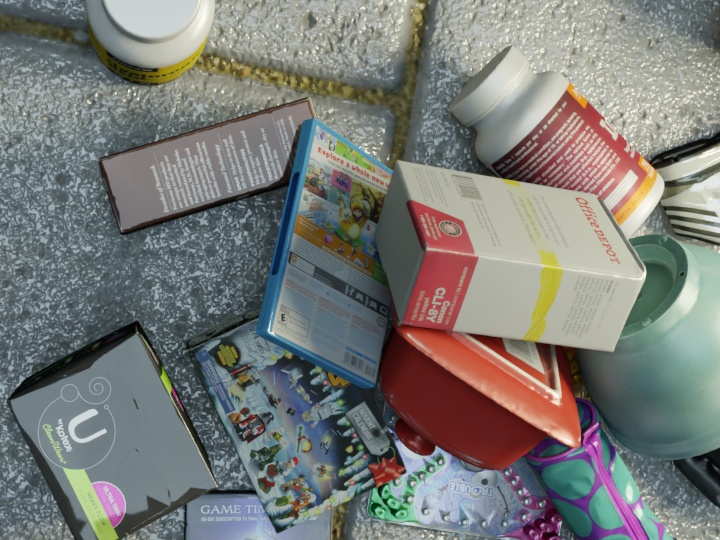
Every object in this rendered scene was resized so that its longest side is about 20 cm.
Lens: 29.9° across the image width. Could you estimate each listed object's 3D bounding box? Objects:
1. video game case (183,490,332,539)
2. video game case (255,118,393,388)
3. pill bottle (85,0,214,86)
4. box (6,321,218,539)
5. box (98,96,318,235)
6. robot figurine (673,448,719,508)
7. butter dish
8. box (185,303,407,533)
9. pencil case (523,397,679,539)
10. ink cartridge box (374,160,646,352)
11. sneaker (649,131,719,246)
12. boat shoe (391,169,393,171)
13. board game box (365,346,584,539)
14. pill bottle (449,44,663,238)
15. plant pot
[{"bbox_3d":[-0.099,0.311,1.284,0.142,0.019,0.202,1,89,-10],"label":"video game case"},{"bbox_3d":[-0.019,-0.014,1.191,0.143,0.018,0.202,30,63,-42],"label":"video game case"},{"bbox_3d":[-0.184,-0.227,1.172,0.110,0.200,0.112,0,90,-9],"label":"pill bottle"},{"bbox_3d":[-0.214,0.138,1.170,0.124,0.200,0.149,-28,95,-9],"label":"box"},{"bbox_3d":[-0.135,-0.094,1.233,0.198,0.100,0.076,-16,93,-9],"label":"box"},{"bbox_3d":[0.396,0.150,1.319,0.200,0.125,0.151,41,60,-8],"label":"robot figurine"},{"bbox_3d":[0.086,0.106,1.224,0.199,0.200,0.148,32,111,-9],"label":"butter dish"},{"bbox_3d":[-0.057,0.125,1.232,0.136,0.040,0.201,-25,108,-1],"label":"box"},{"bbox_3d":[0.232,0.219,1.283,0.085,0.092,0.201,-43,113,-21],"label":"pencil case"},{"bbox_3d":[0.125,-0.012,1.164,0.198,0.146,0.084,8,121,-15],"label":"ink cartridge box"},{"bbox_3d":[0.396,-0.087,1.350,0.199,0.076,0.116,-19,102,-1],"label":"sneaker"},{"bbox_3d":[0.000,0.000,1.278,0.076,0.072,0.201,22,88,-25],"label":"boat shoe"},{"bbox_3d":[0.119,0.159,1.317,0.198,0.026,0.202,10,88,-10],"label":"board game box"},{"bbox_3d":[0.184,-0.114,1.282,0.200,0.113,0.113,44,83,-8],"label":"pill bottle"},{"bbox_3d":[0.278,0.052,1.236,0.200,0.200,0.134,-48,123,-6],"label":"plant pot"}]
